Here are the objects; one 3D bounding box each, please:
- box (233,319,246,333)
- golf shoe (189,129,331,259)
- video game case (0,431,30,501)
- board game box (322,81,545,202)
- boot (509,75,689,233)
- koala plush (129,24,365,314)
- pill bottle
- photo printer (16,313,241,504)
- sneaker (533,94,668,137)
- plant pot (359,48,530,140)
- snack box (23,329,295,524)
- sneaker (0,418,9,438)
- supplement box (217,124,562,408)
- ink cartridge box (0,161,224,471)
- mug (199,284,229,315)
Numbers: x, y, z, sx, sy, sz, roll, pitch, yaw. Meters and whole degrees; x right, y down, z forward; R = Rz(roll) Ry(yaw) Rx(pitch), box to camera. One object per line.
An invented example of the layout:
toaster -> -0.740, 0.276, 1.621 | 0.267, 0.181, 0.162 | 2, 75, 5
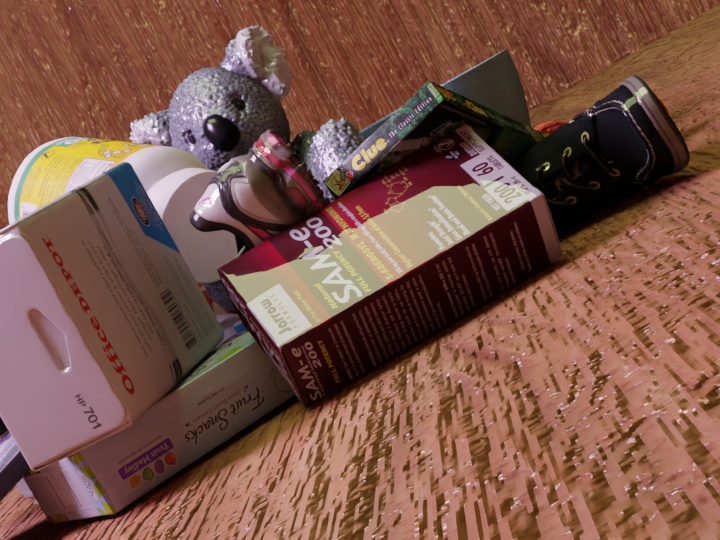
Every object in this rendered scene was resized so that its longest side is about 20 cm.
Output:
box -> 0.000, 0.000, 1.433 | 0.200, 0.049, 0.082 | -38, 6, -30
golf shoe -> -0.047, -0.011, 1.303 | 0.092, 0.200, 0.073 | -39, 42, -1
video game case -> -0.265, 0.152, 1.311 | 0.200, 0.019, 0.143 | -47, 10, 20
board game box -> 0.060, -0.076, 1.326 | 0.105, 0.023, 0.200 | -45, -24, 15
boot -> 0.142, -0.061, 1.305 | 0.154, 0.074, 0.204 | -32, -2, -4
koala plush -> -0.087, -0.086, 1.529 | 0.177, 0.200, 0.184 | -43, -9, 8
pill bottle -> -0.176, -0.043, 1.424 | 0.113, 0.113, 0.200 | -32, 26, -33
photo printer -> -0.169, 0.103, 1.454 | 0.200, 0.070, 0.166 | -32, 5, -31
sneaker -> 0.178, -0.087, 1.490 | 0.200, 0.073, 0.077 | -23, -15, -44
plant pot -> 0.078, -0.095, 1.688 | 0.200, 0.135, 0.200 | -30, 4, 2
snack box -> -0.126, 0.102, 1.292 | 0.200, 0.053, 0.142 | -33, 6, -28
sneaker -> -0.223, 0.055, 1.419 | 0.200, 0.076, 0.116 | -28, 4, 15
supplement box -> 0.019, -0.006, 1.223 | 0.200, 0.061, 0.109 | -31, 40, -9
ink cartridge box -> -0.184, 0.025, 1.236 | 0.086, 0.147, 0.200 | -26, 7, 20
mug -> -0.218, 0.034, 1.635 | 0.134, 0.177, 0.200 | -57, -28, 11
